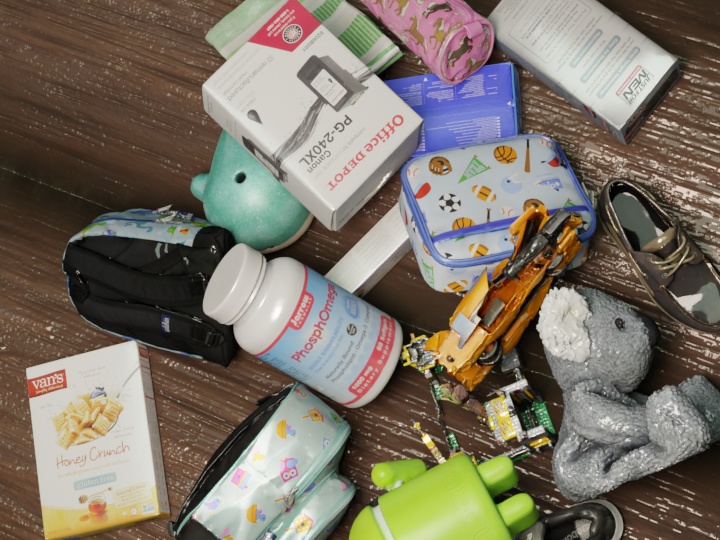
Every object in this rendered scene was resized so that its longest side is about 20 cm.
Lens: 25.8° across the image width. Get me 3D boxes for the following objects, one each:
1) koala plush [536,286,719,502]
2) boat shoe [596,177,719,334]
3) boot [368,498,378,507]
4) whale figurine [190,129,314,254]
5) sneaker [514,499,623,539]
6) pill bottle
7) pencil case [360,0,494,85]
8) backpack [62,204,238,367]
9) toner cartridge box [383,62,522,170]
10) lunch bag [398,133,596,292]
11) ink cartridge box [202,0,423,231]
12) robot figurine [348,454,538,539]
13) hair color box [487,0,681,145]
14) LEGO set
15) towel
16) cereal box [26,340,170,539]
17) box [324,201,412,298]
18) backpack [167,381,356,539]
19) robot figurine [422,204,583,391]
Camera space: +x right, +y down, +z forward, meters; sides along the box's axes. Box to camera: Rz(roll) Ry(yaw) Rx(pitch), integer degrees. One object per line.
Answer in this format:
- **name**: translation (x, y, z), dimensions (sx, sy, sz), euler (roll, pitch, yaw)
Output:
- **koala plush**: translation (0.244, 0.109, 1.568), dimensions (0.182, 0.177, 0.202), euler (-27, 81, 22)
- **boat shoe**: translation (0.312, -0.015, 1.631), dimensions (0.074, 0.073, 0.200), euler (-43, 70, 3)
- **boot**: translation (0.004, 0.322, 1.651), dimensions (0.201, 0.073, 0.156), euler (-6, 67, 23)
- **whale figurine**: translation (-0.124, -0.121, 1.766), dimensions (0.157, 0.104, 0.202), euler (-16, 71, 13)
- **sneaker**: translation (0.171, 0.290, 1.594), dimensions (0.199, 0.090, 0.067), euler (-31, 70, 7)
- **pill bottle**: translation (-0.061, 0.055, 1.650), dimensions (0.199, 0.109, 0.110), euler (30, 86, -22)
- **pencil case**: translation (0.066, -0.290, 1.737), dimensions (0.083, 0.087, 0.200), euler (-41, 56, 2)
- **backpack**: translation (-0.232, 0.007, 1.747), dimensions (0.197, 0.154, 0.165), euler (1, 120, 9)
- **toner cartridge box**: translation (0.079, -0.167, 1.749), dimensions (0.197, 0.043, 0.096), euler (-6, 76, 15)
- **lunch bag**: translation (0.146, -0.059, 1.645), dimensions (0.197, 0.076, 0.161), euler (-12, 55, -13)
- **ink cartridge box**: translation (-0.049, -0.165, 1.683), dimensions (0.200, 0.083, 0.145), euler (43, 77, 7)
- **robot figurine**: translation (0.075, 0.259, 1.549), dimensions (0.198, 0.116, 0.177), euler (-29, 70, 0)
- **hair color box**: translation (0.239, -0.238, 1.709), dimensions (0.200, 0.061, 0.099), euler (40, 91, 21)
- **LEGO set**: translation (0.119, 0.126, 1.631), dimensions (0.152, 0.116, 0.203), euler (-14, 74, 13)
- **towel**: translation (-0.066, -0.260, 1.793), dimensions (0.152, 0.023, 0.200), euler (-41, 60, -7)
- **cereal box**: translation (-0.298, 0.193, 1.779), dimensions (0.142, 0.040, 0.203), euler (-15, 74, 12)
- **box**: translation (0.000, 0.000, 1.736), dimensions (0.200, 0.039, 0.041), euler (-46, 71, 2)
- **backpack**: translation (-0.087, 0.222, 1.643), dimensions (0.152, 0.176, 0.201), euler (32, 87, 3)
- **robot figurine**: translation (0.145, 0.020, 1.537), dimensions (0.058, 0.145, 0.201), euler (35, 87, 19)
